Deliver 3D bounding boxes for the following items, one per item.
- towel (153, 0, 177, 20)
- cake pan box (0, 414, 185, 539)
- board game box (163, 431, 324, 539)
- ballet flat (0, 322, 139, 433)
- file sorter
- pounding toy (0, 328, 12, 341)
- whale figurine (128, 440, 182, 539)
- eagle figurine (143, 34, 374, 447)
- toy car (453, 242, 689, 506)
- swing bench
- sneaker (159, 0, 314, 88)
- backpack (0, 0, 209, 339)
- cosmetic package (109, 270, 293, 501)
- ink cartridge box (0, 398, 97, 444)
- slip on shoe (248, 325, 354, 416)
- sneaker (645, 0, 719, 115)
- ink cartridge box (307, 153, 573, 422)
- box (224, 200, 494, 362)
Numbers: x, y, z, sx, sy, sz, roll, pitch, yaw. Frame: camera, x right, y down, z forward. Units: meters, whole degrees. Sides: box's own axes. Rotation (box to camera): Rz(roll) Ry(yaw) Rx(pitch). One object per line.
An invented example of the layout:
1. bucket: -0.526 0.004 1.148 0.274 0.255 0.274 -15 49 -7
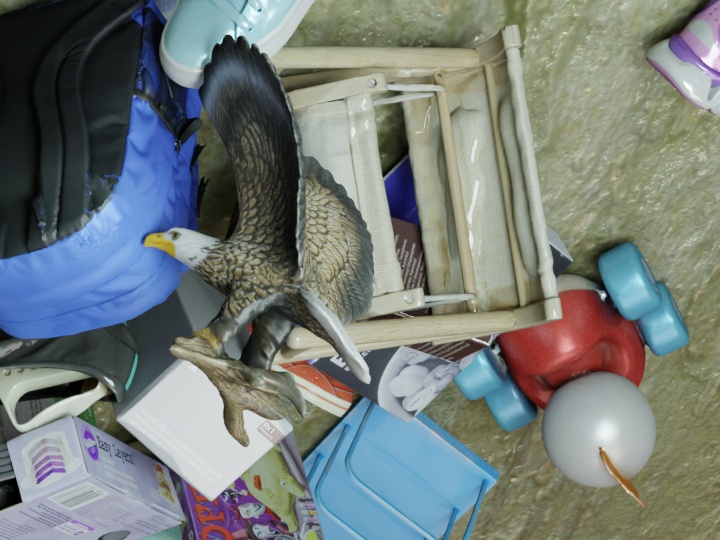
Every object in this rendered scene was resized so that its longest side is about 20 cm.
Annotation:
1. towel: -0.109 -0.198 1.317 0.145 0.024 0.201 -6 143 -17
2. cake pan box: -0.242 0.172 1.434 0.183 0.053 0.200 -24 160 9
3. board game box: -0.101 0.158 1.643 0.119 0.201 0.032 4 139 -29
4. ballet flat: -0.246 0.077 1.369 0.198 0.069 0.068 -11 151 8
5. file sorter: -0.001 0.227 1.800 0.138 0.123 0.200 38 126 -6
6. pounding toy: -0.270 -0.012 1.424 0.199 0.143 0.184 -22 145 25
7. whale figurine: -0.149 0.237 1.741 0.199 0.104 0.159 36 131 2
8. eagle figurine: -0.054 -0.019 1.203 0.150 0.201 0.152 27 155 -15
9. toy car: 0.196 0.117 1.709 0.183 0.201 0.177 -27 150 13
10. swing bench: 0.019 -0.049 1.395 0.198 0.201 0.130 -6 174 -17
11. sneaker: -0.054 -0.200 1.250 0.200 0.074 0.082 -47 154 -15
12. backpack: -0.173 -0.054 1.290 0.161 0.201 0.168 -17 137 21
13. cosmetic package: -0.129 0.060 1.461 0.090 0.200 0.107 -40 119 9
14. ink cartridge box: -0.298 0.130 1.567 0.084 0.146 0.199 -37 141 29
15. slip on shoe: -0.071 0.054 1.644 0.199 0.074 0.062 32 87 -39
16. sneaker: 0.302 -0.150 1.523 0.199 0.081 0.089 19 112 -45
17. ink cartridge box: 0.046 0.011 1.611 0.198 0.043 0.200 -44 138 11
18. box: 0.000 0.000 1.501 0.198 0.076 0.100 17 167 -10
